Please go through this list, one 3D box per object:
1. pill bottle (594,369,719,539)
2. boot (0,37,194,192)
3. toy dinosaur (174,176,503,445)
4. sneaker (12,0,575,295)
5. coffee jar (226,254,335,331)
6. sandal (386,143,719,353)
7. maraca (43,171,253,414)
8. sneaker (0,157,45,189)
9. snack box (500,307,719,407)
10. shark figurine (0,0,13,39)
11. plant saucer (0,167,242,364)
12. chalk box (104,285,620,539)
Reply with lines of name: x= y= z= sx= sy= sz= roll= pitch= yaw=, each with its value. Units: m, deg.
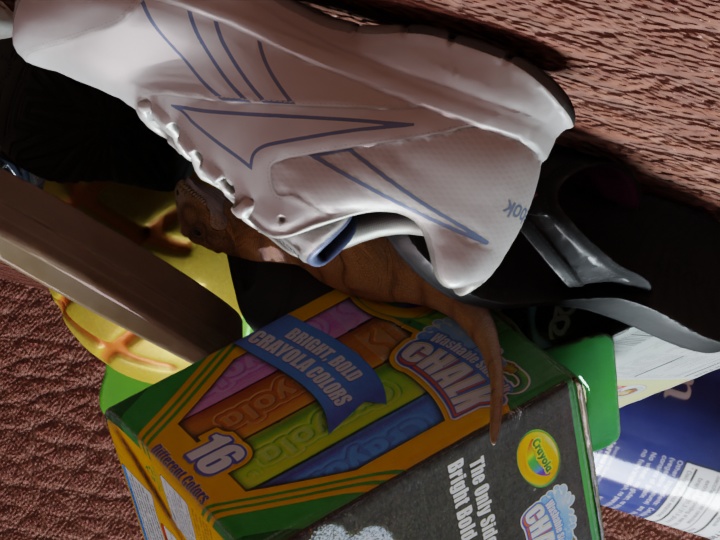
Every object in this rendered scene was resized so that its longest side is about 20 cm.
pill bottle: x=0.185 y=0.085 z=1.222 sx=0.200 sy=0.111 sz=0.111 roll=18 pitch=175 yaw=-8
boot: x=-0.191 y=-0.092 z=1.045 sx=0.200 sy=0.073 sz=0.182 roll=22 pitch=176 yaw=28
toy dinosaur: x=0.013 y=-0.010 z=0.923 sx=0.200 sy=0.106 sz=0.060 roll=23 pitch=-178 yaw=38
sneaker: x=-0.032 y=-0.052 z=0.768 sx=0.200 sy=0.087 sz=0.075 roll=17 pitch=177 yaw=14
coffee jar: x=0.000 y=0.000 z=1.091 sx=0.085 sy=0.105 sz=0.200 roll=-13 pitch=166 yaw=12
sandal: x=0.094 y=-0.018 z=0.899 sx=0.200 sy=0.076 sz=0.048 roll=13 pitch=153 yaw=-36
maraca: x=-0.102 y=0.009 z=1.159 sx=0.137 sy=0.200 sz=0.107 roll=5 pitch=-158 yaw=40
sneaker: x=-0.202 y=-0.041 z=1.148 sx=0.081 sy=0.200 sz=0.074 roll=-10 pitch=133 yaw=2
snack box: x=0.091 y=0.042 z=1.045 sx=0.116 sy=0.037 sz=0.200 roll=5 pitch=157 yaw=-43
shark figurine: x=-0.255 y=-0.108 z=0.922 sx=0.214 sy=0.090 sz=0.128 roll=10 pitch=170 yaw=42
plant saucer: x=-0.132 y=-0.008 z=1.013 sx=0.200 sy=0.030 sz=0.200 roll=29 pitch=173 yaw=4
chalk box: x=0.019 y=0.085 z=0.935 sx=0.124 sy=0.200 sz=0.125 roll=38 pitch=147 yaw=47
